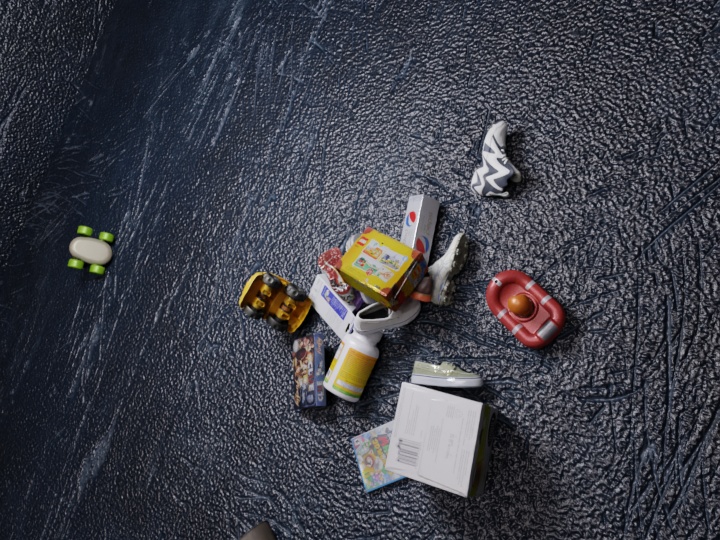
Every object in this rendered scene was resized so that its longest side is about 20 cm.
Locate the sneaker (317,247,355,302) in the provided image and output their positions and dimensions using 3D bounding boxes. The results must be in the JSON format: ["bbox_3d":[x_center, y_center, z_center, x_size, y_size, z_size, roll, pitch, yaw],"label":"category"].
[{"bbox_3d":[-0.068,0.013,1.598,0.077,0.083,0.202,-24,46,3],"label":"sneaker"}]

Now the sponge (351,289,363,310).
[{"bbox_3d":[0.007,0.006,1.618,0.111,0.030,0.201,41,98,31],"label":"sponge"}]

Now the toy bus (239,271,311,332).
[{"bbox_3d":[-0.268,0.067,1.665,0.137,0.198,0.192,-56,29,10],"label":"toy bus"}]

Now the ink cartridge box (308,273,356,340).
[{"bbox_3d":[-0.074,0.109,1.613,0.200,0.039,0.100,47,126,31],"label":"ink cartridge box"}]

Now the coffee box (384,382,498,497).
[{"bbox_3d":[0.197,0.396,1.300,0.197,0.197,0.203,8,76,27],"label":"coffee box"}]

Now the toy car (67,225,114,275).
[{"bbox_3d":[-1.097,-0.069,2.231,0.199,0.156,0.168,-12,65,57],"label":"toy car"}]

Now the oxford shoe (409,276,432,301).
[{"bbox_3d":[0.128,0.022,1.501,0.199,0.070,0.074,24,104,48],"label":"oxford shoe"}]

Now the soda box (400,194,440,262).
[{"bbox_3d":[0.159,-0.102,1.527,0.063,0.067,0.204,2,77,56],"label":"soda box"}]

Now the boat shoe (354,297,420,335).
[{"bbox_3d":[0.075,0.107,1.466,0.196,0.066,0.073,-14,54,-16],"label":"boat shoe"}]

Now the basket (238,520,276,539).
[{"bbox_3d":[-0.265,0.829,1.501,0.181,0.136,0.200,-47,63,5],"label":"basket"}]

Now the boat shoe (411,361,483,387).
[{"bbox_3d":[0.216,0.264,1.407,0.197,0.072,0.063,-3,78,32],"label":"boat shoe"}]

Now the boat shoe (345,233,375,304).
[{"bbox_3d":[0.000,0.000,1.569,0.065,0.071,0.204,-28,77,53],"label":"boat shoe"}]

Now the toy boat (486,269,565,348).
[{"bbox_3d":[0.386,0.084,1.322,0.131,0.130,0.200,-48,60,10],"label":"toy boat"}]

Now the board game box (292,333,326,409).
[{"bbox_3d":[-0.150,0.293,1.597,0.135,0.034,0.204,-26,63,51],"label":"board game box"}]

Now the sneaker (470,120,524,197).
[{"bbox_3d":[0.382,-0.286,1.452,0.128,0.079,0.202,21,88,30],"label":"sneaker"}]

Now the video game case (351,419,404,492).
[{"bbox_3d":[0.078,0.481,1.460,0.198,0.018,0.145,-29,64,20],"label":"video game case"}]

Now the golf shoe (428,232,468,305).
[{"bbox_3d":[0.221,-0.011,1.477,0.096,0.078,0.203,19,86,38],"label":"golf shoe"}]

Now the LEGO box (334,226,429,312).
[{"bbox_3d":[0.054,-0.007,1.445,0.199,0.078,0.149,29,71,38],"label":"LEGO box"}]

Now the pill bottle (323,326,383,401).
[{"bbox_3d":[-0.015,0.246,1.519,0.110,0.111,0.203,25,90,32],"label":"pill bottle"}]
